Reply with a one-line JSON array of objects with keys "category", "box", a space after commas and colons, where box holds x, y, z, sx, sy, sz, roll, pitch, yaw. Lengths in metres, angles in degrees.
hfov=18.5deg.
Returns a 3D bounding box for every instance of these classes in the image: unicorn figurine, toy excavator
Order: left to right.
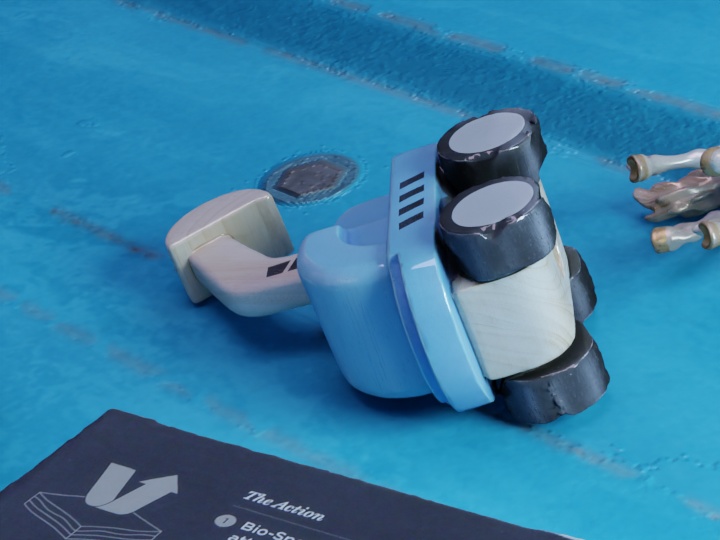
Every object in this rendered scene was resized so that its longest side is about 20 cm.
[{"category": "toy excavator", "box": [0.000, 0.000, 1.008, 0.199, 0.100, 0.195, -16, 28, 10]}, {"category": "unicorn figurine", "box": [0.207, -0.036, 0.994, 0.137, 0.074, 0.200, -8, 23, -15]}]

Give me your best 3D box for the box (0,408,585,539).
[{"category": "box", "box": [-0.054, 0.156, 0.698, 0.196, 0.118, 0.200, 13, 31, 29]}]
